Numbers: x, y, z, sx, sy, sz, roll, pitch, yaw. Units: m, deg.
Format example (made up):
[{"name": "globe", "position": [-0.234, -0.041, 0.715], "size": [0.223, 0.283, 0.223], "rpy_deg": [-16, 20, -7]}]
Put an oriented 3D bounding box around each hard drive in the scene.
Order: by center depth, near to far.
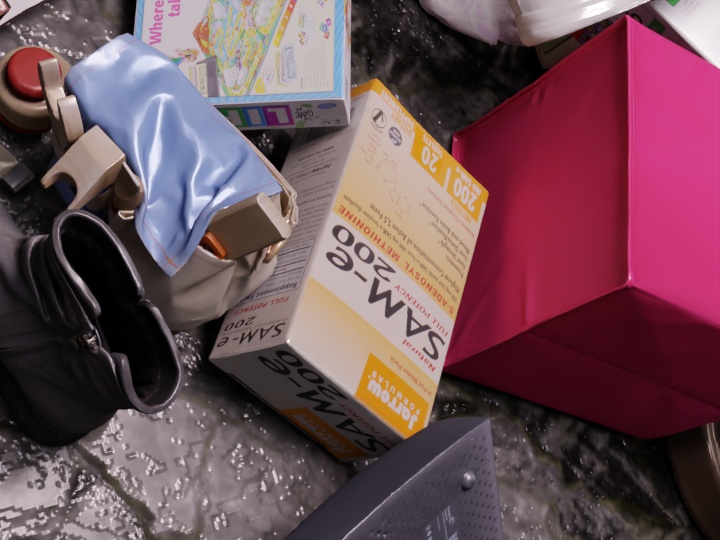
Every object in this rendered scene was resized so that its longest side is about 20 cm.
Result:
[{"name": "hard drive", "position": [0.006, 0.179, 0.705], "size": [0.199, 0.042, 0.136], "rpy_deg": [-36, 131, -34]}]

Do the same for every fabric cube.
[{"name": "fabric cube", "position": [0.190, -0.015, 0.864], "size": [0.198, 0.199, 0.198], "rpy_deg": [19, 62, -27]}]

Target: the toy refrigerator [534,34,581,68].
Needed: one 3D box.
[{"name": "toy refrigerator", "position": [0.160, -0.275, 1.025], "size": [0.069, 0.076, 0.202], "rpy_deg": [-11, 79, -39]}]

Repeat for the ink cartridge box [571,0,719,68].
[{"name": "ink cartridge box", "position": [0.194, -0.198, 0.911], "size": [0.200, 0.109, 0.050], "rpy_deg": [44, 75, 2]}]

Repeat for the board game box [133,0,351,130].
[{"name": "board game box", "position": [-0.073, -0.186, 0.791], "size": [0.133, 0.034, 0.202], "rpy_deg": [-1, 68, 6]}]

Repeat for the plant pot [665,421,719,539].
[{"name": "plant pot", "position": [0.362, 0.118, 0.955], "size": [0.199, 0.174, 0.203], "rpy_deg": [16, 62, -32]}]

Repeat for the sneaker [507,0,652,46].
[{"name": "sneaker", "position": [0.184, -0.220, 0.810], "size": [0.198, 0.075, 0.089], "rpy_deg": [-23, 98, -11]}]

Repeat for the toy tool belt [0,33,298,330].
[{"name": "toy tool belt", "position": [-0.121, -0.069, 0.674], "size": [0.200, 0.123, 0.125], "rpy_deg": [44, 62, 3]}]

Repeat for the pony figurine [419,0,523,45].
[{"name": "pony figurine", "position": [0.057, -0.267, 0.916], "size": [0.191, 0.167, 0.202], "rpy_deg": [13, 63, 4]}]

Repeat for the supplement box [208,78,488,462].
[{"name": "supplement box", "position": [0.000, 0.000, 0.781], "size": [0.126, 0.073, 0.202], "rpy_deg": [40, 52, -33]}]

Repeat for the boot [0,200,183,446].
[{"name": "boot", "position": [-0.169, -0.008, 0.634], "size": [0.201, 0.131, 0.070], "rpy_deg": [52, 52, -7]}]

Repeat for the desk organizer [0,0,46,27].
[{"name": "desk organizer", "position": [-0.196, -0.186, 0.688], "size": [0.199, 0.072, 0.077], "rpy_deg": [-38, 105, -23]}]
